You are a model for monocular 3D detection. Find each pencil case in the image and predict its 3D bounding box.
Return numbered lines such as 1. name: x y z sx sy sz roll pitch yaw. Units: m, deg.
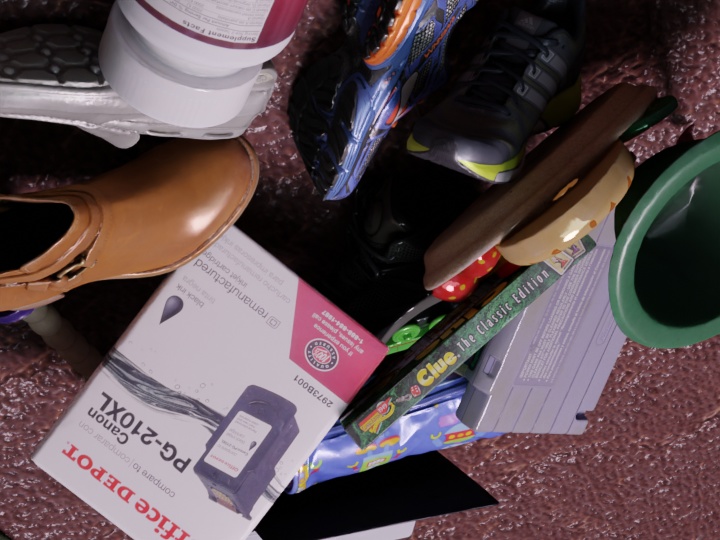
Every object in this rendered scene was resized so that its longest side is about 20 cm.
1. pencil case: 0.024 0.107 1.505 0.199 0.079 0.087 -15 166 -11

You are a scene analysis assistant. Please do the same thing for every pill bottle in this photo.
1. pill bottle: -0.072 -0.181 1.077 0.109 0.110 0.201 1 137 -29

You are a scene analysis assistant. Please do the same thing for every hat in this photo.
1. hat: 0.185 -0.062 1.288 0.165 0.176 0.200 -36 140 -5

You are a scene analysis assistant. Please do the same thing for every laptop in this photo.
1. laptop: -0.012 0.215 1.587 0.186 0.116 0.201 -8 140 -19

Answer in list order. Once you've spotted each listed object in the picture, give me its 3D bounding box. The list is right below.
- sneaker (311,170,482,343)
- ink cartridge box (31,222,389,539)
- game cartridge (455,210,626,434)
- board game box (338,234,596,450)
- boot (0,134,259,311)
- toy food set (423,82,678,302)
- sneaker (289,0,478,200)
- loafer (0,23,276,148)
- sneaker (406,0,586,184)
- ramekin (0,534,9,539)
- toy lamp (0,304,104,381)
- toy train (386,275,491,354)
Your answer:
1. sneaker: 0.000 0.000 1.369 0.199 0.076 0.114 -34 140 8
2. ink cartridge box: -0.098 0.085 1.296 0.200 0.144 0.084 -53 -177 -1
3. game cartridge: 0.152 0.027 1.456 0.129 0.038 0.201 8 112 -39
4. board game box: 0.067 0.040 1.309 0.200 0.023 0.105 -41 -174 -2
5. boot: -0.158 -0.036 1.182 0.199 0.077 0.155 -20 172 1
6. toy food set: 0.121 -0.050 1.259 0.198 0.049 0.200 -44 -177 -42
7. sneaker: 0.018 -0.119 1.235 0.078 0.076 0.200 -2 140 -31
8. loafer: -0.143 -0.102 1.168 0.199 0.070 0.070 -1 132 -30
9. sneaker: 0.087 -0.118 1.224 0.200 0.073 0.081 -47 153 -55
10. ramekin: -0.332 0.280 1.509 0.199 0.098 0.201 -15 142 -12
11. toy lamp: -0.189 0.057 1.350 0.058 0.058 0.200 -29 144 7
12. toy train: 0.045 0.037 1.467 0.199 0.042 0.057 -15 153 -12
